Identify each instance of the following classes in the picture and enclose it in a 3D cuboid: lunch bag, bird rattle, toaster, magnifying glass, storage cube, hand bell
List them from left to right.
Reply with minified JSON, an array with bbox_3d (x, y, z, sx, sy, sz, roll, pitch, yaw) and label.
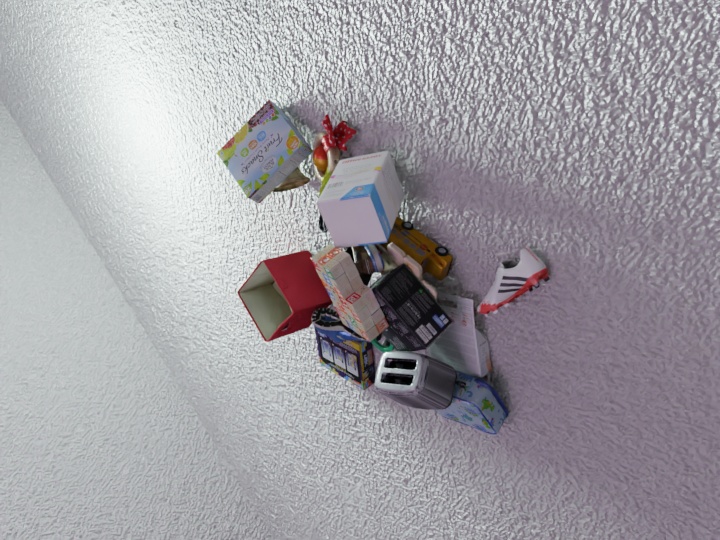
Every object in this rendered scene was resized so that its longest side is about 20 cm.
[{"bbox_3d":[-0.208,-0.319,1.692,0.104,0.104,0.202,-18,88,54],"label":"hand bell"},{"bbox_3d":[-0.209,0.068,1.822,0.171,0.179,0.201,-46,70,39],"label":"storage cube"},{"bbox_3d":[-0.081,-0.274,1.545,0.163,0.112,0.202,30,134,58],"label":"bird rattle"},{"bbox_3d":[0.023,0.122,1.608,0.079,0.022,0.201,-21,106,53],"label":"magnifying glass"},{"bbox_3d":[0.127,0.251,1.471,0.199,0.114,0.129,-2,156,45],"label":"toaster"},{"bbox_3d":[0.247,0.312,1.541,0.199,0.083,0.161,10,144,48],"label":"lunch bag"}]

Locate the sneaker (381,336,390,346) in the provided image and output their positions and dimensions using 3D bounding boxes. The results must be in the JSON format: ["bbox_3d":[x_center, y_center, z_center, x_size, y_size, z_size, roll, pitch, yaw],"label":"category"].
[{"bbox_3d":[0.100,0.131,1.621,0.075,0.081,0.201,36,137,31],"label":"sneaker"}]

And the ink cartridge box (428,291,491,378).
[{"bbox_3d":[0.225,0.139,1.514,0.162,0.050,0.202,12,117,46],"label":"ink cartridge box"}]

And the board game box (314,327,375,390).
[{"bbox_3d":[-0.047,0.238,1.893,0.199,0.057,0.167,23,129,41],"label":"board game box"}]

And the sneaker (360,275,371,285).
[{"bbox_3d":[0.000,0.000,1.592,0.075,0.202,0.116,2,143,5],"label":"sneaker"}]

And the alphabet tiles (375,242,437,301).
[{"bbox_3d":[0.104,0.019,1.472,0.195,0.015,0.201,40,159,25],"label":"alphabet tiles"}]

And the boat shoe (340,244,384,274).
[{"bbox_3d":[-0.008,-0.049,1.478,0.200,0.072,0.073,-124,16,-64],"label":"boat shoe"}]

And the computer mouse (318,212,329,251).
[{"bbox_3d":[-0.096,-0.071,1.753,0.058,0.034,0.201,23,130,41],"label":"computer mouse"}]

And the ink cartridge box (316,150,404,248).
[{"bbox_3d":[0.009,-0.164,1.415,0.128,0.201,0.126,-5,128,25],"label":"ink cartridge box"}]

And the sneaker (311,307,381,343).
[{"bbox_3d":[-0.037,0.160,1.778,0.198,0.079,0.089,14,151,9],"label":"sneaker"}]

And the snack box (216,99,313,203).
[{"bbox_3d":[-0.245,-0.303,1.635,0.200,0.068,0.169,-41,69,13],"label":"snack box"}]

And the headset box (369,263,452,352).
[{"bbox_3d":[0.092,0.095,1.476,0.174,0.093,0.200,49,161,-1],"label":"headset box"}]

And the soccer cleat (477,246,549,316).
[{"bbox_3d":[0.302,0.026,1.320,0.086,0.068,0.200,61,142,13],"label":"soccer cleat"}]

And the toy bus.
[{"bbox_3d":[0.115,-0.051,1.475,0.200,0.078,0.065,40,140,26],"label":"toy bus"}]

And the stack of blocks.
[{"bbox_3d":[-0.023,0.050,1.418,0.115,0.058,0.201,27,149,52],"label":"stack of blocks"}]
